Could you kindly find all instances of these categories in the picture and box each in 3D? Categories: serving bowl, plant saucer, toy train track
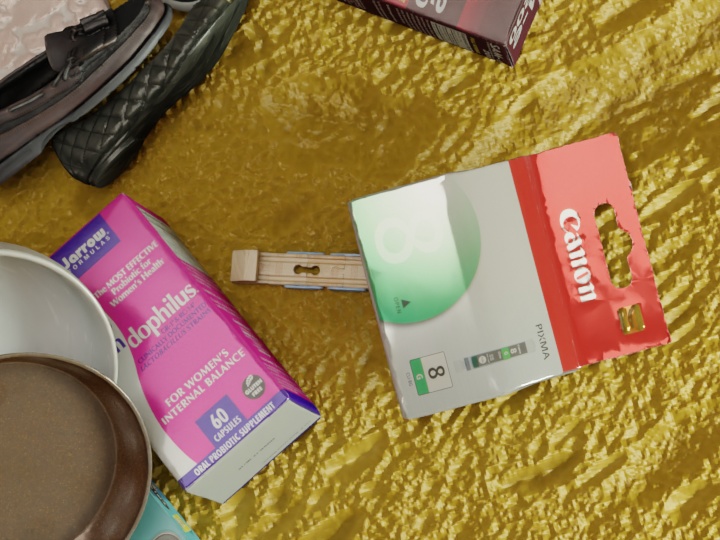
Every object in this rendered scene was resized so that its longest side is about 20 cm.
[{"bbox_3d":[-0.270,0.064,1.628,0.200,0.200,0.066,-41,33,1],"label":"serving bowl"},{"bbox_3d":[-0.242,0.141,1.617,0.200,0.200,0.034,-44,32,1],"label":"plant saucer"},{"bbox_3d":[0.000,0.000,1.727,0.198,0.033,0.116,2,80,13],"label":"toy train track"}]

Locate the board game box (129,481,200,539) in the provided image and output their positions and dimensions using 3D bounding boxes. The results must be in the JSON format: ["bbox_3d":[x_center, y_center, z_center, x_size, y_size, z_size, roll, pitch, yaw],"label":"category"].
[{"bbox_3d":[-0.220,0.192,1.728,0.151,0.047,0.200,-42,75,2],"label":"board game box"}]

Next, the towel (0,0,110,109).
[{"bbox_3d":[-0.304,-0.202,1.825,0.199,0.032,0.192,-32,76,5],"label":"towel"}]

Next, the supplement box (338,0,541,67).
[{"bbox_3d":[0.040,-0.239,1.748,0.199,0.061,0.110,21,84,13],"label":"supplement box"}]

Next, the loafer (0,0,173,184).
[{"bbox_3d":[-0.228,-0.143,1.756,0.200,0.072,0.063,-40,115,12],"label":"loafer"}]

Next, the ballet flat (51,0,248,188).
[{"bbox_3d":[-0.154,-0.149,1.766,0.057,0.066,0.200,41,90,13],"label":"ballet flat"}]

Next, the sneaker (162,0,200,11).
[{"bbox_3d":[-0.187,-0.284,1.772,0.199,0.099,0.071,36,64,11],"label":"sneaker"}]

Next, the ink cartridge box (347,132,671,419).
[{"bbox_3d":[0.106,0.003,1.675,0.198,0.050,0.162,-15,91,6],"label":"ink cartridge box"}]

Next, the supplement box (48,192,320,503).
[{"bbox_3d":[-0.136,0.056,1.709,0.101,0.103,0.200,-41,73,3],"label":"supplement box"}]
